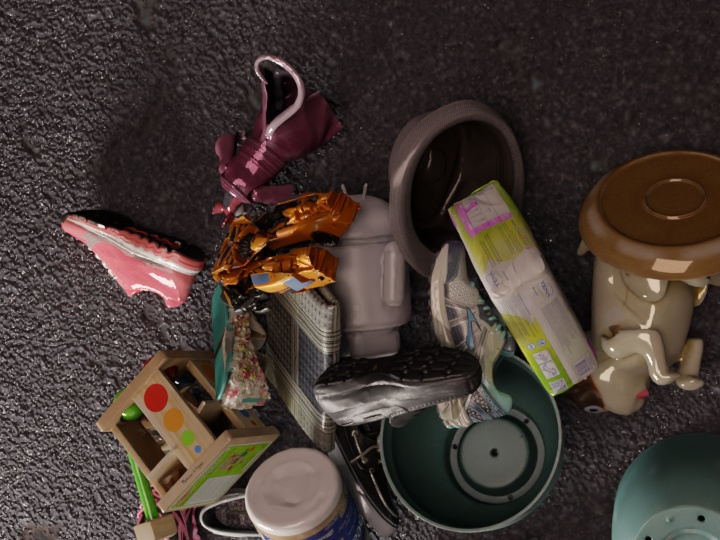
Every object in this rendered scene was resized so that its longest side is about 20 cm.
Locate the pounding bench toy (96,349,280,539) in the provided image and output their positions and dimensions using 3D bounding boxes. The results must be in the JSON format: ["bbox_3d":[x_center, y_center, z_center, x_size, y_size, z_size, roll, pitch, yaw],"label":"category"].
[{"bbox_3d":[-0.233,0.208,1.524,0.200,0.124,0.156,-48,70,13],"label":"pounding bench toy"}]

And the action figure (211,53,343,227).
[{"bbox_3d":[-0.105,-0.132,1.479,0.134,0.149,0.200,35,92,6],"label":"action figure"}]

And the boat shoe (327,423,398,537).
[{"bbox_3d":[0.005,0.215,1.514,0.068,0.074,0.200,-31,72,10],"label":"boat shoe"}]

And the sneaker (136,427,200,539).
[{"bbox_3d":[-0.248,0.298,1.598,0.079,0.095,0.200,-6,93,21],"label":"sneaker"}]

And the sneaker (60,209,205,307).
[{"bbox_3d":[-0.294,-0.014,1.590,0.200,0.074,0.087,22,104,15],"label":"sneaker"}]

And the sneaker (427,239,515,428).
[{"bbox_3d":[0.122,0.065,1.355,0.086,0.078,0.200,-7,80,12],"label":"sneaker"}]

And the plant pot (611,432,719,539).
[{"bbox_3d":[0.359,0.287,1.350,0.200,0.161,0.201,2,96,18],"label":"plant pot"}]

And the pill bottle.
[{"bbox_3d":[-0.050,0.302,1.456,0.111,0.111,0.200,-2,136,19],"label":"pill bottle"}]

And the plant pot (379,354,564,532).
[{"bbox_3d":[0.137,0.195,1.415,0.200,0.134,0.201,-6,71,19],"label":"plant pot"}]

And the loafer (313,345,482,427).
[{"bbox_3d":[0.043,0.124,1.314,0.200,0.068,0.070,-11,116,36],"label":"loafer"}]

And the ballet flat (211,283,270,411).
[{"bbox_3d":[-0.142,0.094,1.518,0.064,0.200,0.076,12,128,-18],"label":"ballet flat"}]

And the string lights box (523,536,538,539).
[{"bbox_3d":[0.124,0.390,1.496,0.200,0.059,0.103,-18,90,20],"label":"string lights box"}]

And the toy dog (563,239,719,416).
[{"bbox_3d":[0.283,0.062,1.367,0.194,0.139,0.200,31,105,27],"label":"toy dog"}]

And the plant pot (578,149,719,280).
[{"bbox_3d":[0.324,-0.066,1.314,0.200,0.200,0.028,2,134,19],"label":"plant pot"}]

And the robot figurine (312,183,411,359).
[{"bbox_3d":[0.000,0.000,1.467,0.169,0.113,0.200,2,98,54],"label":"robot figurine"}]

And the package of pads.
[{"bbox_3d":[0.168,0.011,1.327,0.068,0.200,0.155,-30,122,7],"label":"package of pads"}]

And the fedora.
[{"bbox_3d":[0.092,-0.097,1.419,0.090,0.177,0.200,35,138,54],"label":"fedora"}]

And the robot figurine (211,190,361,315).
[{"bbox_3d":[-0.090,-0.026,1.412,0.200,0.058,0.145,-11,52,46],"label":"robot figurine"}]

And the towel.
[{"bbox_3d":[-0.064,0.082,1.464,0.034,0.200,0.193,-9,117,-22],"label":"towel"}]

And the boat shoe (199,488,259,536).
[{"bbox_3d":[-0.102,0.298,1.558,0.200,0.071,0.070,-7,94,20],"label":"boat shoe"}]
